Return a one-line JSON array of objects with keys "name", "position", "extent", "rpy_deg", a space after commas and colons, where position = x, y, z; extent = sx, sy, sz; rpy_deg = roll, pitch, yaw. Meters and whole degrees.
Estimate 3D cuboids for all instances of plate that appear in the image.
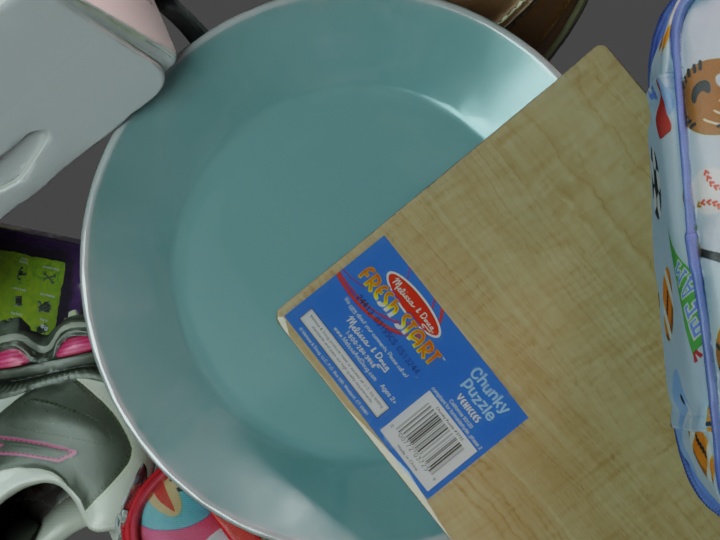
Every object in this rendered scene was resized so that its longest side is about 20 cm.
[{"name": "plate", "position": [0.000, 0.000, 0.915], "extent": [0.198, 0.026, 0.202], "rpy_deg": [0, 84, -3]}]

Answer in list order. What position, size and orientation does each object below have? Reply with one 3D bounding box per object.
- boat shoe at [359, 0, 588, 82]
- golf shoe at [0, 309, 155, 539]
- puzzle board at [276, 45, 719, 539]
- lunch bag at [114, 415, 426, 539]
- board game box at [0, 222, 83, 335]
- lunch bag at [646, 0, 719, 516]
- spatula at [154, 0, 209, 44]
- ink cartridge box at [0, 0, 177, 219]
[{"name": "boat shoe", "position": [0.008, -0.079, 0.973], "extent": [0.200, 0.074, 0.076], "rpy_deg": [-43, 75, 19]}, {"name": "golf shoe", "position": [-0.169, 0.080, 1.011], "extent": [0.199, 0.077, 0.089], "rpy_deg": [-17, 58, 25]}, {"name": "puzzle board", "position": [0.089, 0.045, 0.886], "extent": [0.150, 0.017, 0.200], "rpy_deg": [-39, 82, -2]}, {"name": "lunch bag", "position": [0.008, 0.133, 0.940], "extent": [0.176, 0.082, 0.200], "rpy_deg": [-36, 75, -11]}, {"name": "board game box", "position": [-0.201, 0.031, 1.095], "extent": [0.199, 0.032, 0.121], "rpy_deg": [12, 92, 24]}, {"name": "lunch bag", "position": [0.177, -0.006, 0.835], "extent": [0.159, 0.076, 0.202], "rpy_deg": [-6, 90, -1]}, {"name": "spatula", "position": [-0.052, -0.069, 0.946], "extent": [0.056, 0.021, 0.201], "rpy_deg": [-12, 104, 45]}, {"name": "ink cartridge box", "position": [-0.170, -0.117, 0.936], "extent": [0.144, 0.084, 0.201], "rpy_deg": [-38, 56, 18]}]
